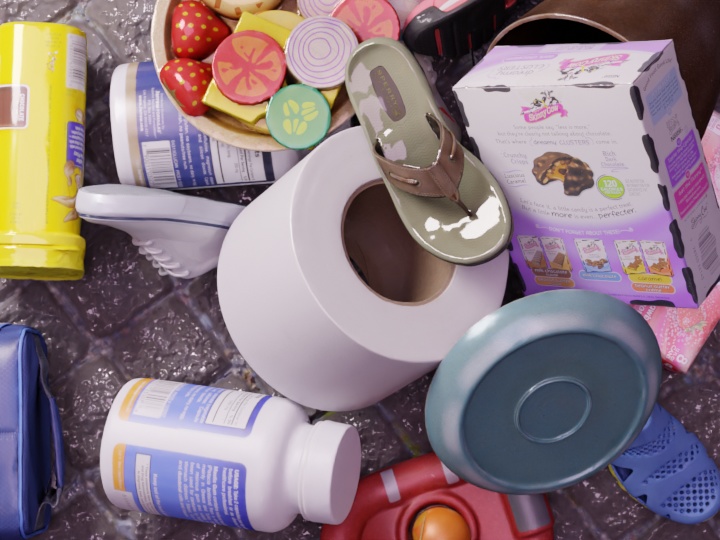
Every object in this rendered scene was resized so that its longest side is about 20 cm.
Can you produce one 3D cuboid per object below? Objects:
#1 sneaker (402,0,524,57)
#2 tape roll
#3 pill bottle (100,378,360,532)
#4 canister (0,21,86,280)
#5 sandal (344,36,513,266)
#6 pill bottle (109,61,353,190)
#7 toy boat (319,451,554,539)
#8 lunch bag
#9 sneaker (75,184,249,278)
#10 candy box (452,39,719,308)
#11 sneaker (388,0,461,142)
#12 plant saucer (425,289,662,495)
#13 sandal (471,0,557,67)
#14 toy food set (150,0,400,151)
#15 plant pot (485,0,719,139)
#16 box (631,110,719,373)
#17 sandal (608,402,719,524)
[{"bbox_3d":[0.101,-0.254,1.607,0.200,0.074,0.087,-37,66,-18],"label":"sneaker"},{"bbox_3d":[0.000,0.000,1.552,0.202,0.139,0.204,12,64,-27],"label":"tape roll"},{"bbox_3d":[-0.105,0.156,1.583,0.199,0.112,0.113,7,87,16],"label":"pill bottle"},{"bbox_3d":[-0.272,-0.097,1.603,0.086,0.149,0.201,2,85,-9],"label":"canister"},{"bbox_3d":[0.044,-0.090,1.476,0.080,0.057,0.202,-34,81,9],"label":"sandal"},{"bbox_3d":[-0.106,-0.127,1.618,0.199,0.111,0.112,-4,87,1],"label":"pill bottle"},{"bbox_3d":[0.063,0.221,1.586,0.199,0.131,0.131,-19,87,0],"label":"toy boat"},{"bbox_3d":[-0.317,0.144,1.597,0.131,0.136,0.201,-3,88,2],"label":"lunch bag"},{"bbox_3d":[-0.154,-0.029,1.586,0.073,0.199,0.071,13,94,45],"label":"sneaker"},{"bbox_3d":[0.183,-0.075,1.484,0.072,0.167,0.201,-44,125,-38],"label":"candy box"},{"bbox_3d":[0.036,-0.193,1.617,0.093,0.070,0.200,-41,103,7],"label":"sneaker"},{"bbox_3d":[0.150,0.105,1.512,0.199,0.027,0.201,-9,126,-12],"label":"plant saucer"},{"bbox_3d":[0.128,-0.233,1.653,0.075,0.048,0.202,-4,74,-1],"label":"sandal"},{"bbox_3d":[-0.071,-0.195,1.547,0.197,0.049,0.201,23,81,3],"label":"toy food set"},{"bbox_3d":[0.229,-0.180,1.571,0.187,0.187,0.200,40,53,3],"label":"plant pot"},{"bbox_3d":[0.280,-0.021,1.610,0.102,0.095,0.201,33,89,2],"label":"box"},{"bbox_3d":[0.232,0.134,1.609,0.079,0.087,0.200,-42,89,-3],"label":"sandal"}]
